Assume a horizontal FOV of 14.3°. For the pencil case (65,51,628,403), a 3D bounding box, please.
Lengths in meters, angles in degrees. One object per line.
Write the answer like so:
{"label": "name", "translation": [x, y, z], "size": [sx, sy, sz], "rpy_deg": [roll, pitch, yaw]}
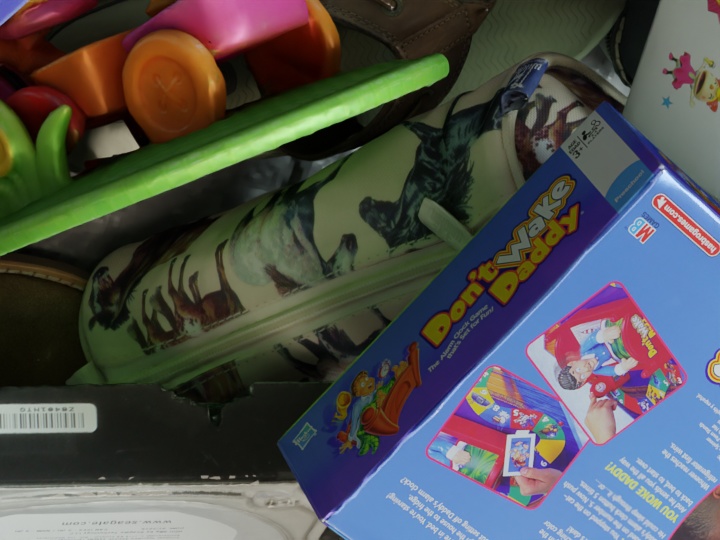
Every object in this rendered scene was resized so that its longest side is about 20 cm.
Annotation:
{"label": "pencil case", "translation": [0.000, 0.000, 0.899], "size": [0.200, 0.089, 0.078], "rpy_deg": [-24, 88, 36]}

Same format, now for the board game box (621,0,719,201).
{"label": "board game box", "translation": [0.177, -0.107, 0.860], "size": [0.200, 0.064, 0.148], "rpy_deg": [-20, 135, -48]}

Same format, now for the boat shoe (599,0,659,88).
{"label": "boat shoe", "translation": [0.153, -0.128, 0.911], "size": [0.073, 0.062, 0.200], "rpy_deg": [30, 110, -26]}

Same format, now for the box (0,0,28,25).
{"label": "box", "translation": [-0.155, -0.141, 0.724], "size": [0.200, 0.041, 0.119], "rpy_deg": [42, 134, -17]}

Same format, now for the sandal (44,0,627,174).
{"label": "sandal", "translation": [-0.007, -0.066, 0.914], "size": [0.201, 0.057, 0.080], "rpy_deg": [-19, 120, 1]}

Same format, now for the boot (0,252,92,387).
{"label": "boot", "translation": [-0.171, 0.042, 0.934], "size": [0.200, 0.075, 0.074], "rpy_deg": [-6, 120, -11]}

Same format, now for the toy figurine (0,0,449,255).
{"label": "toy figurine", "translation": [-0.095, -0.107, 0.837], "size": [0.200, 0.150, 0.184], "rpy_deg": [-19, 94, 41]}

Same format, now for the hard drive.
{"label": "hard drive", "translation": [-0.089, 0.087, 0.936], "size": [0.140, 0.038, 0.200], "rpy_deg": [0, 158, -14]}

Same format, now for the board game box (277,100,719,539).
{"label": "board game box", "translation": [0.093, 0.063, 0.830], "size": [0.134, 0.045, 0.200], "rpy_deg": [-46, 122, 8]}
